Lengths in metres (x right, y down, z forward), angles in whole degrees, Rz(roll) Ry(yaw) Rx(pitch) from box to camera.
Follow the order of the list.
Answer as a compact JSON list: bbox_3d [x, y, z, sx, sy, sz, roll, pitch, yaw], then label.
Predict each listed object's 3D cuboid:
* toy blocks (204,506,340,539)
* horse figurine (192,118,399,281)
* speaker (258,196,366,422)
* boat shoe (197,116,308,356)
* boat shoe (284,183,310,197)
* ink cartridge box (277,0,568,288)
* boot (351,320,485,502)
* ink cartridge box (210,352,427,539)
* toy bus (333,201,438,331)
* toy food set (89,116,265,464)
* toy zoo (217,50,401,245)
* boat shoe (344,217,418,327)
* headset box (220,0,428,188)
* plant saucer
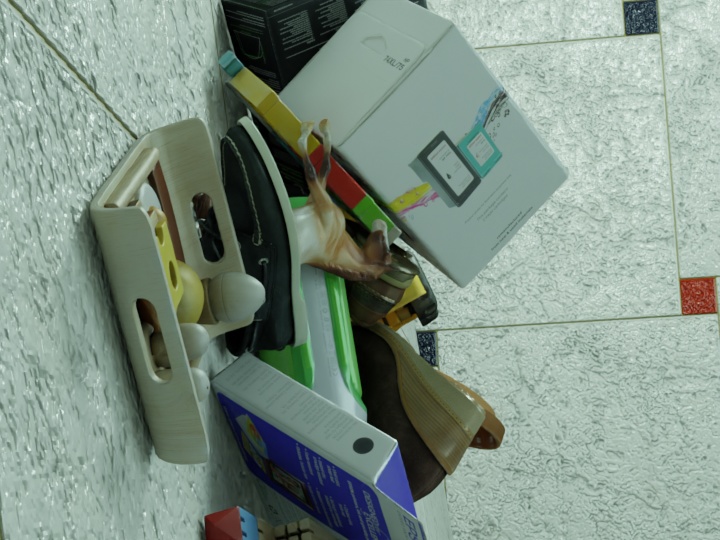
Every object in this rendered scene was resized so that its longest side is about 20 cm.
[{"bbox_3d":[-0.044,0.233,0.826,0.137,0.099,0.202,49,28,-57],"label":"toy blocks"},{"bbox_3d":[-0.059,-0.042,1.023,0.199,0.050,0.135,-17,100,-46],"label":"horse figurine"},{"bbox_3d":[-0.047,0.047,1.094,0.088,0.087,0.203,57,23,-75],"label":"speaker"},{"bbox_3d":[-0.082,-0.014,0.924,0.201,0.065,0.075,86,-23,-49],"label":"boat shoe"},{"bbox_3d":[-0.068,0.012,1.188,0.062,0.072,0.202,17,57,-33],"label":"boat shoe"},{"bbox_3d":[0.054,-0.120,1.196,0.200,0.146,0.147,46,-3,-35],"label":"ink cartridge box"},{"bbox_3d":[-0.003,0.137,1.135,0.200,0.166,0.073,35,-13,51],"label":"boot"},{"bbox_3d":[-0.002,0.170,0.926,0.199,0.043,0.199,30,-31,36],"label":"ink cartridge box"},{"bbox_3d":[-0.015,-0.010,1.412,0.194,0.134,0.200,64,2,9],"label":"toy bus"},{"bbox_3d":[-0.098,0.003,0.782,0.200,0.060,0.145,-86,165,-71],"label":"toy food set"},{"bbox_3d":[-0.052,-0.109,1.146,0.200,0.020,0.131,46,-1,-24],"label":"toy zoo"},{"bbox_3d":[0.000,0.000,1.196,0.068,0.071,0.200,-61,-170,7],"label":"boat shoe"},{"bbox_3d":[-0.018,-0.188,1.281,0.092,0.173,0.202,27,-41,53],"label":"headset box"},{"bbox_3d":[0.050,0.120,1.308,0.033,0.198,0.201,-65,164,-14],"label":"plant saucer"}]
